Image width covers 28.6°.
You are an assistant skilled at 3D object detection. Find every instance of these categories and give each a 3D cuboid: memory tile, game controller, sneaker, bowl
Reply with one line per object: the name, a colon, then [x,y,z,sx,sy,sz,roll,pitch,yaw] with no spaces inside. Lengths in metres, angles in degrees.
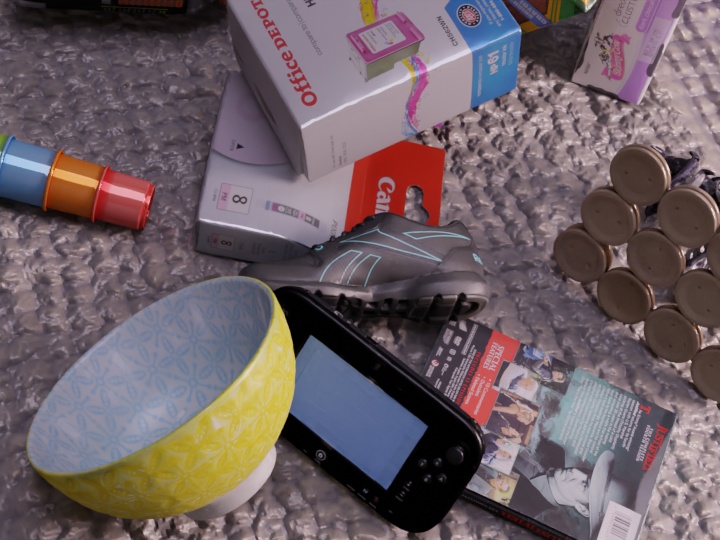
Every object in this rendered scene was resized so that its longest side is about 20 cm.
memory tile: [0.255,0.004,1.122,0.200,0.153,0.017,42,46,14]
game controller: [-0.006,0.101,1.032,0.200,0.104,0.042,37,15,13]
sneaker: [0.000,0.000,1.106,0.199,0.075,0.080,0,66,-12]
bowl: [-0.118,0.108,0.980,0.200,0.200,0.108,-50,120,-33]

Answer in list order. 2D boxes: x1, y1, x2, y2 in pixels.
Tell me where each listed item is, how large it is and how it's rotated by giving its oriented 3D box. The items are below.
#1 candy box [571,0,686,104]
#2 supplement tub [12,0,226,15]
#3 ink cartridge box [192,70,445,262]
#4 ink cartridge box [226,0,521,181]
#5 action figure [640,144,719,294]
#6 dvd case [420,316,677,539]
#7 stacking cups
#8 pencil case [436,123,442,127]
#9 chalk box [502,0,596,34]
candy box: [0.272,-0.284,1.308,0.071,0.168,0.200,21,55,4]
supplement tub: [-0.203,-0.286,1.230,0.199,0.123,0.123,1,56,-13]
ink cartridge box: [-0.028,-0.075,1.174,0.199,0.057,0.163,9,55,-1]
ink cartridge box: [0.009,-0.183,1.150,0.199,0.085,0.145,-26,66,-9]
action figure: [0.281,-0.039,1.171,0.102,0.200,0.119,-46,118,-9]
dvd case: [0.133,0.129,1.090,0.199,0.022,0.146,23,55,5]
stacking cups: [-0.262,-0.080,1.115,0.199,0.061,0.061,13,55,-4]
pencil case: [0.029,-0.228,1.266,0.200,0.092,0.085,48,22,21]
chalk box: [0.143,-0.291,1.218,0.125,0.200,0.124,40,78,-13]
